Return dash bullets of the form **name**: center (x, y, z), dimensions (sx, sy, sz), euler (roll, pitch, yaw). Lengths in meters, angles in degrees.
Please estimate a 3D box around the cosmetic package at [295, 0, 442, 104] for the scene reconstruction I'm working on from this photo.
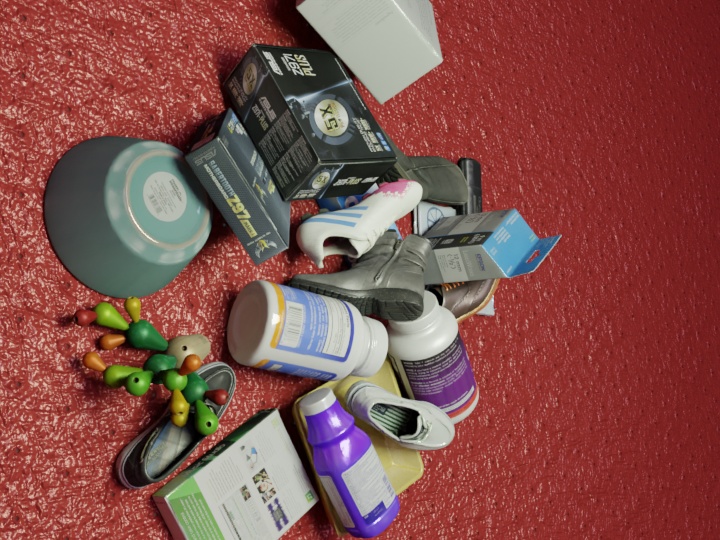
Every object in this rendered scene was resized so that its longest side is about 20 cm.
- **cosmetic package**: center (0.013, -0.394, 1.307), dimensions (0.200, 0.123, 0.200), euler (43, 27, -30)

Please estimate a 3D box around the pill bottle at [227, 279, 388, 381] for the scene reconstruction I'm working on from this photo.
- **pill bottle**: center (-0.065, 0.086, 1.159), dimensions (0.200, 0.112, 0.112), euler (16, 70, -35)

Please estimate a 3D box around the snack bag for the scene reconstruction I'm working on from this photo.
- **snack bag**: center (0.161, -0.020, 1.498), dimensions (0.200, 0.021, 0.189), euler (7, 77, -44)

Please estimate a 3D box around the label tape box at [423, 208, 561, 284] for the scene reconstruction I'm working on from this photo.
- **label tape box**: center (0.193, -0.041, 1.362), dimensions (0.143, 0.200, 0.066), euler (-42, 117, -49)

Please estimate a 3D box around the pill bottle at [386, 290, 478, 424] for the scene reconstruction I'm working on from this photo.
- **pill bottle**: center (0.103, 0.131, 1.308), dimensions (0.113, 0.112, 0.200), euler (-51, 133, -39)

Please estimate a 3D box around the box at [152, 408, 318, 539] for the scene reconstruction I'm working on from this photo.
- **box**: center (-0.151, 0.287, 1.099), dimensions (0.200, 0.036, 0.145), euler (-35, 106, -45)

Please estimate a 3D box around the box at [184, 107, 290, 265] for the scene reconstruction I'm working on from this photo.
- **box**: center (-0.148, -0.111, 1.099), dimensions (0.158, 0.051, 0.200), euler (59, 8, -19)

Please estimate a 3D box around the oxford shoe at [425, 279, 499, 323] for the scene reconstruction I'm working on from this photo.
- **oxford shoe**: center (0.151, 0.037, 1.388), dimensions (0.200, 0.071, 0.073), euler (-47, 135, -15)

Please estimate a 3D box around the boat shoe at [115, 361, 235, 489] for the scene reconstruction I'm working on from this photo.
- **boat shoe**: center (-0.206, 0.181, 1.042), dimensions (0.200, 0.066, 0.070), euler (-43, 112, -42)

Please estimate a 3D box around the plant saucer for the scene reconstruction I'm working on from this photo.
- **plant saucer**: center (-0.011, 0.241, 1.243), dimensions (0.200, 0.048, 0.201), euler (-24, 99, -45)

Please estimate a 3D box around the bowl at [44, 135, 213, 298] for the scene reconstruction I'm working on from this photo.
- **bowl**: center (-0.253, -0.072, 1.023), dimensions (0.200, 0.105, 0.201), euler (11, 75, -44)

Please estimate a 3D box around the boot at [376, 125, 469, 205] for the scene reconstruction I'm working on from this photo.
- **boot**: center (0.084, -0.175, 1.416), dimensions (0.200, 0.073, 0.182), euler (-20, 80, -51)

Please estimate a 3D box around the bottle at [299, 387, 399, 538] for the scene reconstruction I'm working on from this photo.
- **bottle**: center (-0.019, 0.252, 1.151), dimensions (0.084, 0.065, 0.200), euler (-38, 109, -44)

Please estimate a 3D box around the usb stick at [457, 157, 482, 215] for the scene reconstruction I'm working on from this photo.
- **usb stick**: center (0.190, -0.097, 1.504), dimensions (0.055, 0.033, 0.201), euler (13, 73, -51)

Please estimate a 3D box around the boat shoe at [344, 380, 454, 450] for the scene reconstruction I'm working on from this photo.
- **boat shoe**: center (0.065, 0.219, 1.230), dimensions (0.200, 0.067, 0.074), euler (24, 96, -32)

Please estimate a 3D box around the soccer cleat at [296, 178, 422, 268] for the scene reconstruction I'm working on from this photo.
- **soccer cleat**: center (0.009, -0.061, 1.231), dimensions (0.200, 0.070, 0.086), euler (-23, 57, -13)

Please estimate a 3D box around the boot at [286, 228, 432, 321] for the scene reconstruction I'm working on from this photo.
- **boot**: center (0.000, 0.000, 1.251), dimensions (0.199, 0.070, 0.132), euler (8, 55, -2)

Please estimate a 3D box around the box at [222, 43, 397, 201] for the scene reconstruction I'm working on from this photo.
- **box**: center (-0.068, -0.204, 1.203), dimensions (0.164, 0.086, 0.200), euler (-10, 65, -48)

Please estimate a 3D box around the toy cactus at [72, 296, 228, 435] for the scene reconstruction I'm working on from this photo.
- **toy cactus**: center (-0.223, 0.099, 1.014), dimensions (0.200, 0.102, 0.165), euler (34, 17, 8)

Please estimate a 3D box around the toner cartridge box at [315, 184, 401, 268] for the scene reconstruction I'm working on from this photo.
- **toner cartridge box**: center (-0.007, -0.091, 1.324), dimensions (0.095, 0.043, 0.200), euler (-41, 110, -44)
